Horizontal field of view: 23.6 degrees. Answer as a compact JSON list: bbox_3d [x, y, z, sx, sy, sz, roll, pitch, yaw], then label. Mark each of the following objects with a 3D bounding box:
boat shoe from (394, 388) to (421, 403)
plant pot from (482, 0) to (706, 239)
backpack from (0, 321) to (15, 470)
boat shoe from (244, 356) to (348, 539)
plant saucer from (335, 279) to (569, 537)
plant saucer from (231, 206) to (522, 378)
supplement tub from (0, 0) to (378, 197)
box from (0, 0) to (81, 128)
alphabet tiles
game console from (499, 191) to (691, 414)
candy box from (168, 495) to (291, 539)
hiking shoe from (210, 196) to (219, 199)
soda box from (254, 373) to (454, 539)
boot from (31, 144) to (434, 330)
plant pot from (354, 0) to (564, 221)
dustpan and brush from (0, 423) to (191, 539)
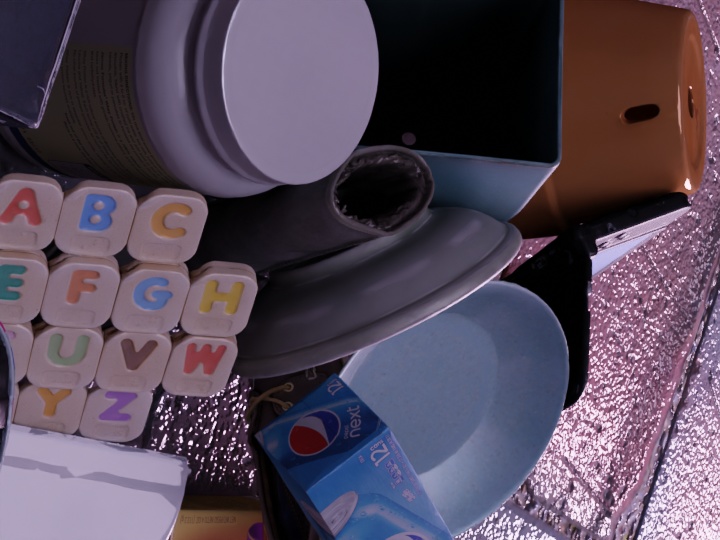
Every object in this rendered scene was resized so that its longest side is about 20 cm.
[{"bbox_3d":[0.031,0.042,1.224,0.062,0.075,0.200,65,23,-12],"label":"boat shoe"},{"bbox_3d":[0.183,-0.126,1.306,0.200,0.140,0.200,-2,90,-71],"label":"plant pot"},{"bbox_3d":[-0.277,0.071,0.849,0.200,0.150,0.178,7,97,-42],"label":"backpack"},{"bbox_3d":[-0.043,0.108,1.151,0.059,0.072,0.200,8,67,-53],"label":"boat shoe"},{"bbox_3d":[0.045,0.089,1.121,0.201,0.039,0.201,-17,123,-27],"label":"plant saucer"},{"bbox_3d":[0.000,0.000,1.072,0.200,0.200,0.050,-35,105,-40],"label":"plant saucer"},{"bbox_3d":[-0.104,-0.117,0.976,0.145,0.200,0.145,-12,106,-47],"label":"supplement tub"},{"bbox_3d":[-0.225,-0.183,0.824,0.124,0.200,0.197,23,79,-47],"label":"box"},{"bbox_3d":[-0.162,0.029,0.968,0.200,0.015,0.196,5,130,-20],"label":"alphabet tiles"},{"bbox_3d":[0.154,0.046,1.284,0.176,0.200,0.117,-19,78,-32],"label":"game console"},{"bbox_3d":[-0.080,0.215,1.178,0.200,0.056,0.117,10,88,-48],"label":"candy box"},{"bbox_3d":[-0.067,-0.144,1.102,0.074,0.087,0.200,8,90,-49],"label":"hiking shoe"},{"bbox_3d":[0.012,0.160,1.066,0.064,0.068,0.200,-38,130,-10],"label":"soda box"},{"bbox_3d":[-0.079,-0.015,1.022,0.182,0.200,0.073,-31,109,-44],"label":"boot"},{"bbox_3d":[0.044,-0.099,1.142,0.200,0.141,0.142,106,-12,-69],"label":"plant pot"},{"bbox_3d":[-0.192,0.198,1.047,0.139,0.057,0.200,15,84,-31],"label":"dustpan and brush"}]
